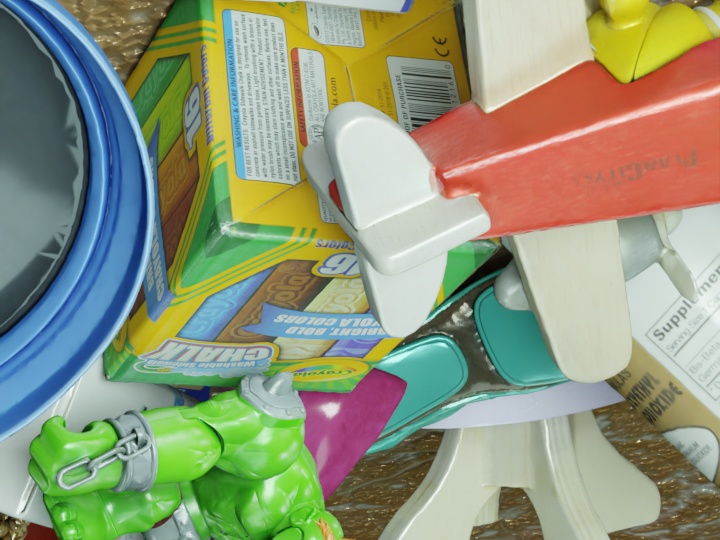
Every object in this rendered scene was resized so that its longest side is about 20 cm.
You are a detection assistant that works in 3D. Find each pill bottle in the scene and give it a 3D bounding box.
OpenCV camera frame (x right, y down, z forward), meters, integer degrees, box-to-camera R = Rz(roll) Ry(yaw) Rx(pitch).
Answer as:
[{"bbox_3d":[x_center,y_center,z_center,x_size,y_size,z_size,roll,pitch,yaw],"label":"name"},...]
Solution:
[{"bbox_3d":[0.158,0.016,0.878,0.114,0.200,0.114,-45,171,-9],"label":"pill bottle"}]

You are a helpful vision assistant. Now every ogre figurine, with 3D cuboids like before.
[{"bbox_3d":[-0.070,0.112,0.845,0.119,0.098,0.201,-27,122,-13],"label":"ogre figurine"}]

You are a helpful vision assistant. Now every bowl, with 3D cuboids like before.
[{"bbox_3d":[-0.168,-0.020,0.626,0.199,0.039,0.202,-10,125,-15],"label":"bowl"}]

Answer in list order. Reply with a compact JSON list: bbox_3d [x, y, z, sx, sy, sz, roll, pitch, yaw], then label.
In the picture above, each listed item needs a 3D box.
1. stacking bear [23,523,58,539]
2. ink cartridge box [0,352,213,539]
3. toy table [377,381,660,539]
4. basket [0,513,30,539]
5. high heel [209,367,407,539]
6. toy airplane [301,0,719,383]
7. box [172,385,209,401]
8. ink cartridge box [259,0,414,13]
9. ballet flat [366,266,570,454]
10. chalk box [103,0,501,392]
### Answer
[{"bbox_3d":[-0.168,0.153,1.226,0.113,0.123,0.200,-8,167,21],"label":"stacking bear"},{"bbox_3d":[-0.160,0.075,0.936,0.144,0.085,0.200,18,171,23],"label":"ink cartridge box"},{"bbox_3d":[0.093,0.102,1.089,0.198,0.118,0.184,-6,-167,-14],"label":"toy table"},{"bbox_3d":[-0.242,0.102,1.036,0.148,0.144,0.200,-13,155,12],"label":"basket"},{"bbox_3d":[-0.028,0.134,0.951,0.095,0.068,0.202,2,124,-2],"label":"high heel"},{"bbox_3d":[0.074,-0.059,0.695,0.198,0.142,0.200,24,126,-23],"label":"toy airplane"},{"bbox_3d":[-0.038,0.072,1.165,0.198,0.033,0.121,3,154,-25],"label":"box"},{"bbox_3d":[-0.056,-0.159,0.635,0.198,0.047,0.198,-1,154,-17],"label":"ink cartridge box"},{"bbox_3d":[0.059,0.035,0.983,0.198,0.068,0.070,-22,-166,4],"label":"ballet flat"},{"bbox_3d":[-0.044,-0.024,0.835,0.123,0.126,0.200,4,153,-25],"label":"chalk box"}]
